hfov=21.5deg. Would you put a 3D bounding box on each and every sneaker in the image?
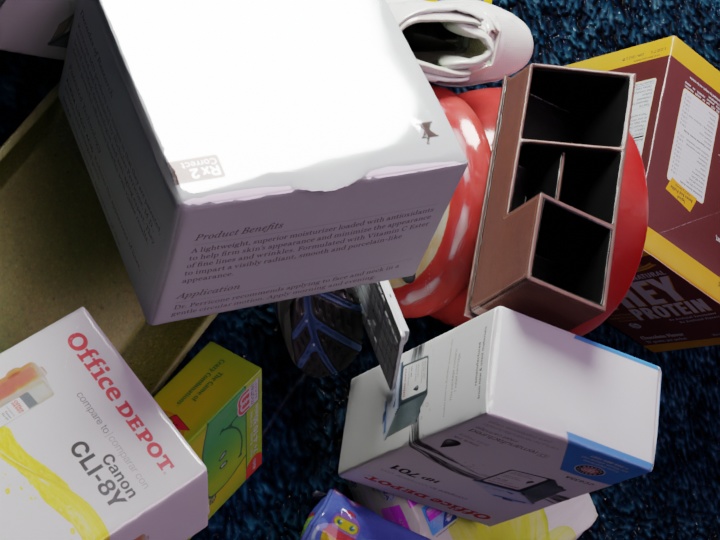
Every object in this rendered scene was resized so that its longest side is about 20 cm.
[{"bbox_3d":[-0.041,-0.024,1.389,0.075,0.077,0.201,-7,115,-23],"label":"sneaker"},{"bbox_3d":[0.077,-0.169,1.454,0.199,0.115,0.074,2,106,-37],"label":"sneaker"}]

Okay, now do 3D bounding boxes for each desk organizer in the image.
[{"bbox_3d":[0.137,-0.056,1.342,0.071,0.077,0.201,22,61,-21],"label":"desk organizer"}]

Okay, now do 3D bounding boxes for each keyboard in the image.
[{"bbox_3d":[0.000,0.000,1.406,0.011,0.056,0.200,-1,42,-20],"label":"keyboard"}]

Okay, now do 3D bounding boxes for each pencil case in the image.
[{"bbox_3d":[0.041,0.236,1.404,0.199,0.087,0.078,26,62,3],"label":"pencil case"}]

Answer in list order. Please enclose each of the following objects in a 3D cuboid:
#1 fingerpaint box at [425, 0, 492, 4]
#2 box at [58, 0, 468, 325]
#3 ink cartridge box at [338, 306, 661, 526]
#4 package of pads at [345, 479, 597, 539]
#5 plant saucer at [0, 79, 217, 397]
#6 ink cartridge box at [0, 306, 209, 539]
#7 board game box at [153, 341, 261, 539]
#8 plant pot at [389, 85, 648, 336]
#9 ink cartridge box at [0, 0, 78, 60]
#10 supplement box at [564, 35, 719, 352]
[{"bbox_3d":[0.019,-0.272,1.528,0.199,0.073,0.168,20,70,-38],"label":"fingerpaint box"},{"bbox_3d":[-0.069,-0.093,1.229,0.198,0.131,0.201,-10,59,-25],"label":"box"},{"bbox_3d":[0.097,0.109,1.365,0.146,0.200,0.086,20,61,-25],"label":"ink cartridge box"},{"bbox_3d":[0.094,0.183,1.520,0.200,0.068,0.155,-32,103,-40],"label":"package of pads"},{"bbox_3d":[-0.202,0.003,1.297,0.200,0.048,0.200,52,53,-23],"label":"plant saucer"},{"bbox_3d":[-0.212,0.137,1.160,0.200,0.084,0.145,-31,67,-22],"label":"ink cartridge box"},{"bbox_3d":[-0.143,0.150,1.290,0.200,0.047,0.102,-45,152,-38],"label":"board game box"},{"bbox_3d":[0.096,-0.048,1.476,0.182,0.200,0.202,6,79,-39],"label":"plant pot"},{"bbox_3d":[-0.182,-0.219,1.294,0.199,0.088,0.146,5,50,-43],"label":"ink cartridge box"},{"bbox_3d":[0.269,-0.062,1.679,0.197,0.132,0.201,31,63,-35],"label":"supplement box"}]
